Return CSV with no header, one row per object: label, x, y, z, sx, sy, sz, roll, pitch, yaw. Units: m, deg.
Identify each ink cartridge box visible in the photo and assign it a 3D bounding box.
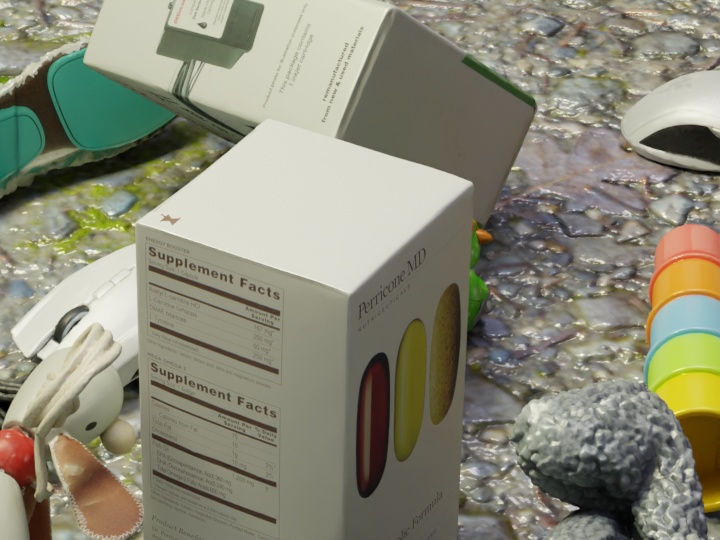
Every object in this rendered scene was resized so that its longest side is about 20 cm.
ink cartridge box,-0.029,-0.103,1.543,0.199,0.083,0.146,21,-3,41

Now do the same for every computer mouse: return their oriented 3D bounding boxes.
computer mouse,-0.136,0.025,1.442,0.109,0.044,0.200,28,41,35
computer mouse,0.247,-0.082,1.639,0.199,0.044,0.110,10,35,13

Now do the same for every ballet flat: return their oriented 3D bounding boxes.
ballet flat,-0.189,-0.085,1.612,0.199,0.072,0.072,-24,40,-34

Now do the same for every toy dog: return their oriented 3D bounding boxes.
toy dog,-0.143,0.128,1.240,0.096,0.132,0.200,41,71,-10

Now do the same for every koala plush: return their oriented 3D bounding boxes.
koala plush,0.037,0.162,1.140,0.199,0.178,0.184,-2,43,-13

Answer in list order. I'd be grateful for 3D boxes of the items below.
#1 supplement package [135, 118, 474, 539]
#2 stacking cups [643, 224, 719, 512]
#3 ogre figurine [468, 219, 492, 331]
supplement package,-0.025,0.054,1.270,0.109,0.201,0.114,18,36,25
stacking cups,0.164,0.040,1.435,0.060,0.061,0.200,2,31,1
ogre figurine,0.000,0.000,1.448,0.119,0.200,0.098,27,81,11
